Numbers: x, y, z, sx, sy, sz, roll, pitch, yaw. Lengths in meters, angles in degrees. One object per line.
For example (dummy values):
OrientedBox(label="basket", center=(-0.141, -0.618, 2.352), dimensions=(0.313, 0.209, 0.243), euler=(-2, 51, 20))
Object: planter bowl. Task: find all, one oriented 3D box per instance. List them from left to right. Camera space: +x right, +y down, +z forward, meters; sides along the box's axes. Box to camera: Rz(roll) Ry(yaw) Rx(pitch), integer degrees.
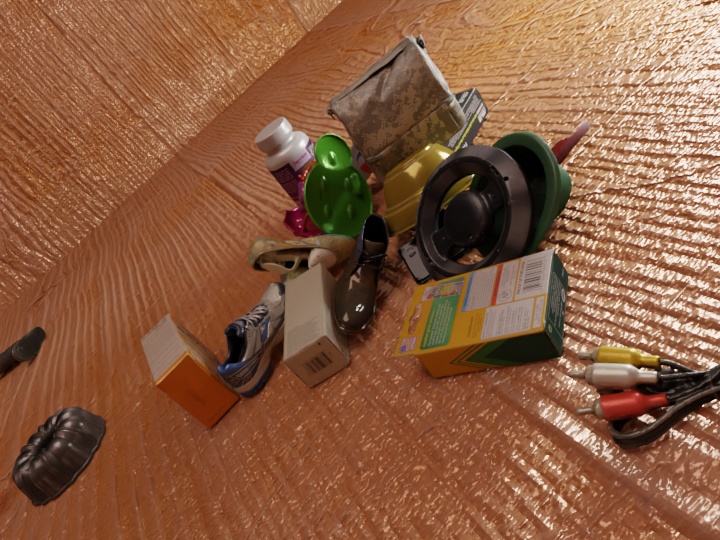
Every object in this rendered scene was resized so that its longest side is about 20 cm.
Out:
OrientedBox(label="planter bowl", center=(0.098, -0.146, 1.001), dimensions=(0.200, 0.084, 0.201), euler=(-37, 10, 7))

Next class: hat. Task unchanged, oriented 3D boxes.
OrientedBox(label="hat", center=(0.269, -0.102, 0.861), dimensions=(0.166, 0.174, 0.202), euler=(50, 128, 47))

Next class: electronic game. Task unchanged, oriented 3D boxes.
OrientedBox(label="electronic game", center=(0.148, -0.069, 0.842), dimensions=(0.199, 0.041, 0.203), euler=(-6, 83, 49))

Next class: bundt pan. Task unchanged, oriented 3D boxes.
OrientedBox(label="bundt pan", center=(-0.610, 0.357, 1.235), dimensions=(0.201, 0.076, 0.203), euler=(-30, 31, 20))

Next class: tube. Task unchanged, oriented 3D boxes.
OrientedBox(label="tube", center=(-0.125, 0.001, 1.176), dimensions=(0.200, 0.057, 0.052), euler=(-111, 30, -63))

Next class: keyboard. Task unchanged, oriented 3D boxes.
OrientedBox(label="keyboard", center=(0.153, -0.064, 0.950), dimensions=(0.199, 0.040, 0.105), euler=(-35, 52, 9))

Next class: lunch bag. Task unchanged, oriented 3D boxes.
OrientedBox(label="lunch bag", center=(0.061, -0.280, 1.067), dimensions=(0.199, 0.168, 0.140), euler=(-35, 36, 11))

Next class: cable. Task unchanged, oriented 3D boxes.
OrientedBox(label="cable", center=(0.282, 0.096, 0.534), dimensions=(0.199, 0.050, 0.098), euler=(-19, 38, 36))

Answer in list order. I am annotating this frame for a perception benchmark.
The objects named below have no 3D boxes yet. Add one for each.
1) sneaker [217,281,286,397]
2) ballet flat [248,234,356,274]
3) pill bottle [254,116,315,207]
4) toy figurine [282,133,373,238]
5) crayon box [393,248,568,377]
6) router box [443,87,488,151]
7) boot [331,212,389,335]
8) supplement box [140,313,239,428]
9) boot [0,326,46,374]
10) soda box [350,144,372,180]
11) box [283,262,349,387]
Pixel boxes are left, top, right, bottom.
OrientedBox(label="sneaker", center=(-0.173, 0.099, 1.020), dimensions=(0.077, 0.085, 0.202), euler=(-11, 51, 41))
OrientedBox(label="ballet flat", center=(-0.103, -0.023, 1.103), dimensions=(0.197, 0.071, 0.071), euler=(0, 37, 4))
OrientedBox(label="pill bottle", center=(-0.134, -0.225, 1.335), dimensions=(0.112, 0.200, 0.113), euler=(-29, 30, 19))
OrientedBox(label="toy figurine", center=(-0.089, -0.141, 1.216), dimensions=(0.149, 0.202, 0.183), euler=(-5, -7, -34))
OrientedBox(label="crayon box", center=(0.146, 0.057, 0.754), dimensions=(0.199, 0.052, 0.126), euler=(-16, 37, 36))
OrientedBox(label="router box", center=(0.139, -0.248, 1.178), dimensions=(0.149, 0.062, 0.201), euler=(-7, 43, 44))
OrientedBox(label="boot", center=(0.000, 0.000, 0.947), dimensions=(0.074, 0.098, 0.201), euler=(11, 41, 1))
OrientedBox(label="supplement box", center=(-0.296, 0.166, 1.064), dimensions=(0.074, 0.126, 0.200), euler=(-45, 29, -8))
OrientedBox(label="boot", center=(-1.109, 0.275, 1.965), dimensions=(0.199, 0.073, 0.182), euler=(-29, 16, 8))
OrientedBox(label="soda box", center=(0.014, -0.238, 1.233), dimensions=(0.200, 0.063, 0.068), euler=(-52, 8, 31))
OrientedBox(label="box", center=(-0.071, 0.080, 0.971), dimensions=(0.082, 0.069, 0.201), euler=(-32, 29, 15))
